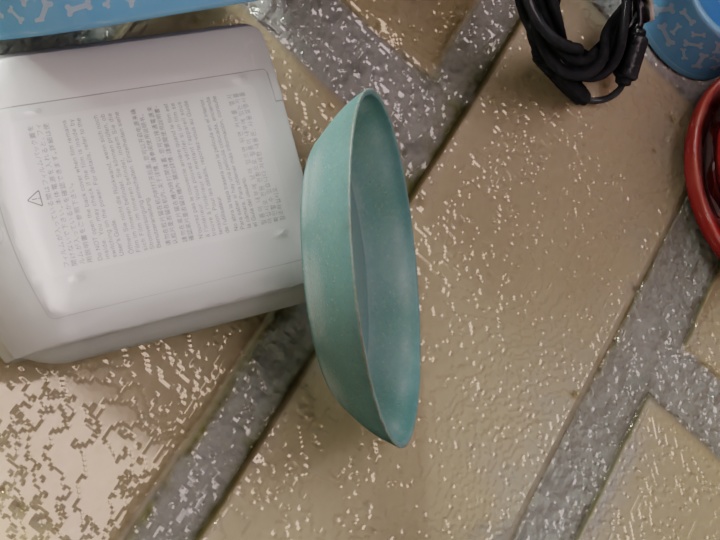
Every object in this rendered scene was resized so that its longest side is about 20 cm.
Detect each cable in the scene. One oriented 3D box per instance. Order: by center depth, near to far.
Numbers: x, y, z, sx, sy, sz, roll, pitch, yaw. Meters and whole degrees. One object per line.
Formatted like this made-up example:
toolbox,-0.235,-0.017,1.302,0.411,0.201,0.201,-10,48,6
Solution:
cable,0.160,-0.197,0.943,0.164,0.051,0.200,-62,150,0

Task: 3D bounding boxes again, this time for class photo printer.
photo printer,-0.129,-0.042,0.792,0.199,0.069,0.167,-15,87,-32

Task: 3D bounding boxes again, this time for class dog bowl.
dog bowl,-0.120,-0.165,0.800,0.199,0.111,0.050,-17,106,-32
dog bowl,0.292,-0.216,1.096,0.199,0.050,0.112,-22,89,-33

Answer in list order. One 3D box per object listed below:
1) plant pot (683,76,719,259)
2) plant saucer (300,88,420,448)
plant pot,0.337,-0.076,1.008,0.200,0.182,0.202,8,73,-29
plant saucer,0.000,0.000,0.819,0.036,0.200,0.201,-5,77,12
